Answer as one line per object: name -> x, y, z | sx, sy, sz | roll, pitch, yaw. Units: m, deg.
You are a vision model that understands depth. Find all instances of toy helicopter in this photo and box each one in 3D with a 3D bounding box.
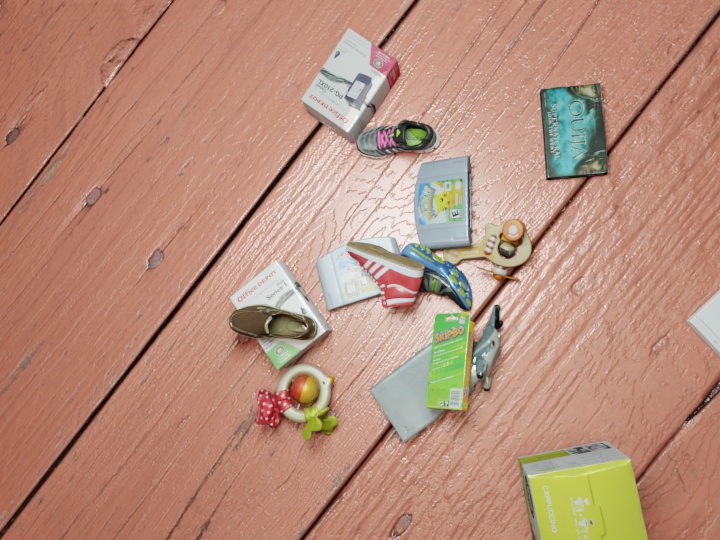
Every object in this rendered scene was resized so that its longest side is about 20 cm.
toy helicopter -> 0.281, -0.036, 1.404 | 0.196, 0.079, 0.136 | -8, 92, 19

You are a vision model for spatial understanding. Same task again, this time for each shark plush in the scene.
shark plush -> 0.256, 0.162, 1.365 | 0.082, 0.091, 0.204 | 16, 81, 31

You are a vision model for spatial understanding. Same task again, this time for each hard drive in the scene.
hard drive -> 0.805, 0.087, 1.324 | 0.200, 0.027, 0.132 | -43, 81, 2
hard drive -> 0.138, 0.263, 1.407 | 0.199, 0.033, 0.141 | -37, 80, 4

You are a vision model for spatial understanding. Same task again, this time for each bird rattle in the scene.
bird rattle -> -0.138, 0.293, 1.434 | 0.196, 0.113, 0.166 | 16, 76, 23

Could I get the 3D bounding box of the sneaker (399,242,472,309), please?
sneaker -> 0.167, 0.019, 1.411 | 0.198, 0.071, 0.083 | 36, 128, -2

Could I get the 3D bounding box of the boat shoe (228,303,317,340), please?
boat shoe -> -0.194, 0.111, 1.364 | 0.197, 0.075, 0.077 | 2, 85, 9

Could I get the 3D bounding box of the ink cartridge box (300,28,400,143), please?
ink cartridge box -> -0.022, -0.425, 1.468 | 0.144, 0.084, 0.202 | 35, 90, 11

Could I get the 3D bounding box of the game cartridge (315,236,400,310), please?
game cartridge -> 0.000, 0.000, 1.452 | 0.196, 0.042, 0.136 | -18, 86, 7

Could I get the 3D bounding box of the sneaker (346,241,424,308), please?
sneaker -> 0.043, 0.013, 1.390 | 0.197, 0.071, 0.115 | 23, 115, 31

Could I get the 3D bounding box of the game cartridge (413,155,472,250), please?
game cartridge -> 0.183, -0.149, 1.415 | 0.131, 0.040, 0.205 | -6, 78, 31

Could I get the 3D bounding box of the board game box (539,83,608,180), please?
board game box -> 0.475, -0.309, 1.410 | 0.132, 0.028, 0.205 | -4, 84, 9

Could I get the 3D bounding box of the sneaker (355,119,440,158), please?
sneaker -> 0.082, -0.303, 1.439 | 0.195, 0.087, 0.076 | -1, 85, 9

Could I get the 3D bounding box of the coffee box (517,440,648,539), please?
coffee box -> 0.435, 0.472, 1.258 | 0.195, 0.198, 0.205 | -11, 83, 7

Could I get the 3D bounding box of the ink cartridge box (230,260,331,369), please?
ink cartridge box -> -0.182, 0.100, 1.444 | 0.145, 0.084, 0.201 | -38, 81, 3

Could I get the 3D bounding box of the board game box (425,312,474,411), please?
board game box -> 0.191, 0.192, 1.345 | 0.094, 0.030, 0.205 | -7, 72, 44
